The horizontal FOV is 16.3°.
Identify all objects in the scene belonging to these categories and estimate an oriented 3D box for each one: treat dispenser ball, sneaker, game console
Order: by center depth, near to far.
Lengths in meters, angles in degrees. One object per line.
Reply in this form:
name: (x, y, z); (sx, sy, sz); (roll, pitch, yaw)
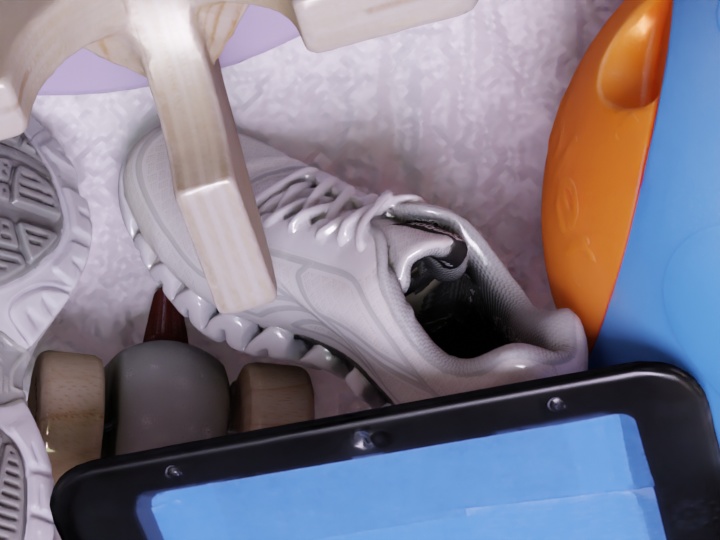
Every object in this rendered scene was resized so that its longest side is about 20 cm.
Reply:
game console: (0.021, 0.141, 0.740); (0.199, 0.177, 0.116); (-11, 157, 12)
treat dispenser ball: (0.156, -0.017, 0.780); (0.200, 0.201, 0.202); (-1, 114, -3)
sneaker: (0.000, 0.000, 0.798); (0.075, 0.200, 0.081); (-38, 148, -29)
sneaker: (-0.145, 0.030, 0.803); (0.078, 0.201, 0.099); (26, 140, -28)

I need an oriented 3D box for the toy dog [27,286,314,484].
toy dog: (-0.081, 0.086, 0.885); (0.132, 0.096, 0.200); (24, 124, -20)

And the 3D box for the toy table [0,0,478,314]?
toy table: (-0.060, -0.092, 0.745); (0.199, 0.117, 0.184); (-25, 126, 9)
